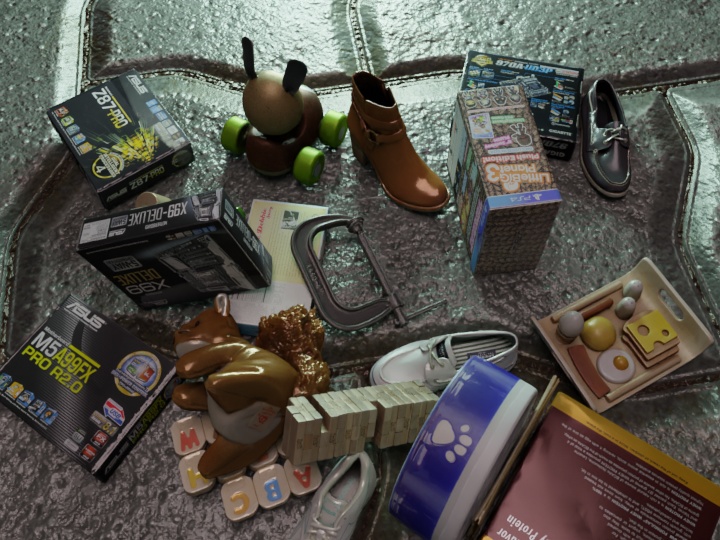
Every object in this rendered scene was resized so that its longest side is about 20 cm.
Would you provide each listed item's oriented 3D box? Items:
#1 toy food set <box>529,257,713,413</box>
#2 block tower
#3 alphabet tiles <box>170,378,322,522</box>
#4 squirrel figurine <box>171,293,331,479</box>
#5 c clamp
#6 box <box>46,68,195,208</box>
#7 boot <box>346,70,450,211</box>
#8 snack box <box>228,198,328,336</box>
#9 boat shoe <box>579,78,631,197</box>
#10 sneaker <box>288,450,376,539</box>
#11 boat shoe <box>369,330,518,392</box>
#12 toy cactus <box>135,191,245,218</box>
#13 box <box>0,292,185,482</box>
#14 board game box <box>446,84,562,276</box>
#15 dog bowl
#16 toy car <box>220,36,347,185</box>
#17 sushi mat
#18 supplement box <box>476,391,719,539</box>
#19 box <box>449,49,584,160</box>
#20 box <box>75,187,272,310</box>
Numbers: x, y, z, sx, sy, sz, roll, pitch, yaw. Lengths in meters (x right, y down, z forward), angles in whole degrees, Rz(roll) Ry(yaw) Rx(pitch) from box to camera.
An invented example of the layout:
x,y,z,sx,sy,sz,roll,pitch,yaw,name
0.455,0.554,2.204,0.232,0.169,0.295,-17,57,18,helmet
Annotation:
x,y,z,sx,sy,sz,roll,pitch,yaw,name
0.338,0.079,0.920,0.197,0.061,0.145,-25,62,-13,toy food set
0.004,0.172,0.819,0.196,0.059,0.054,-1,19,-31,block tower
-0.131,0.197,0.871,0.196,0.015,0.198,-18,54,-10,alphabet tiles
-0.136,0.115,0.865,0.196,0.144,0.187,-13,36,-24,squirrel figurine
0.000,0.000,0.976,0.169,0.027,0.202,-26,74,-22,c clamp
-0.376,-0.211,1.109,0.159,0.049,0.201,-30,63,-19,box
0.056,-0.188,1.026,0.076,0.156,0.200,-34,64,-19,boot
-0.114,-0.004,0.989,0.113,0.037,0.204,7,60,3,snack box
0.377,-0.207,1.086,0.071,0.063,0.204,0,60,1,boat shoe
-0.043,0.290,0.793,0.069,0.081,0.203,22,63,11,sneaker
0.106,0.109,0.902,0.196,0.067,0.075,-14,60,-7,boat shoe
-0.261,-0.058,0.959,0.195,0.165,0.105,1,79,7,toy cactus
-0.350,0.144,0.902,0.198,0.045,0.161,30,65,17,box
0.191,-0.124,0.984,0.095,0.160,0.204,-7,60,-3,board game box
0.113,0.199,0.772,0.078,0.202,0.201,29,63,19,dog bowl
-0.119,-0.253,1.041,0.162,0.201,0.159,23,62,14,toy car
0.177,0.218,0.820,0.012,0.096,0.201,29,63,18,sushi mat
0.243,0.285,0.759,0.195,0.134,0.201,29,64,17,supplement box
0.252,-0.268,1.133,0.196,0.046,0.162,11,60,8,box
-0.232,-0.021,0.904,0.196,0.158,0.051,-10,56,13,box
